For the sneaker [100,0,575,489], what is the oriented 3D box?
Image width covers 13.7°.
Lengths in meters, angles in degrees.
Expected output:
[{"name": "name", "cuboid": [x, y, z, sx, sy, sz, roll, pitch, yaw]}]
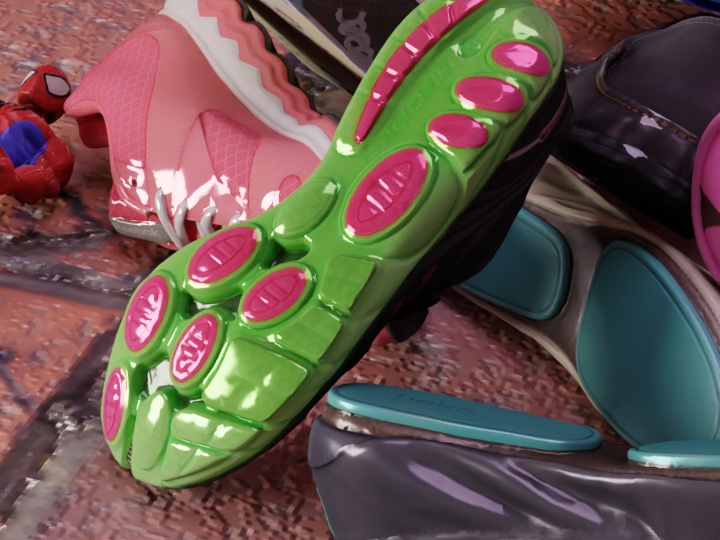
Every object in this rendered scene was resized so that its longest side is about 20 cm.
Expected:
[{"name": "sneaker", "cuboid": [0.000, 0.000, 0.968, 0.200, 0.084, 0.077, -44, 58, 2]}]

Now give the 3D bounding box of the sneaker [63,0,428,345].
[{"name": "sneaker", "cuboid": [-0.044, -0.025, 1.091, 0.087, 0.074, 0.200, -33, 45, -6]}]

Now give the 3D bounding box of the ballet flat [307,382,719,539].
[{"name": "ballet flat", "cuboid": [0.077, 0.076, 0.901, 0.199, 0.073, 0.073, 5, 28, 22]}]

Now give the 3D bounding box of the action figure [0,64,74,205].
[{"name": "action figure", "cuboid": [-0.154, -0.028, 1.085, 0.065, 0.052, 0.200, 10, 28, 18]}]

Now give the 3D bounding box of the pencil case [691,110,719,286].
[{"name": "pencil case", "cuboid": [0.195, -0.055, 1.017, 0.091, 0.094, 0.200, -2, 19, 39]}]

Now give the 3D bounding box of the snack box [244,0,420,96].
[{"name": "snack box", "cuboid": [-0.026, -0.114, 1.131, 0.037, 0.200, 0.116, -51, 47, -2]}]

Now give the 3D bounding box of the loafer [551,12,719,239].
[{"name": "loafer", "cuboid": [0.108, -0.061, 1.071, 0.073, 0.072, 0.200, 33, 8, -2]}]

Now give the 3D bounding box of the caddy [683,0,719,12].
[{"name": "caddy", "cuboid": [0.185, -0.167, 1.123, 0.199, 0.142, 0.105, -12, 20, -25]}]

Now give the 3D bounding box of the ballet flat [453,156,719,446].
[{"name": "ballet flat", "cuboid": [0.093, 0.009, 1.037, 0.069, 0.070, 0.200, -13, 34, -27]}]
